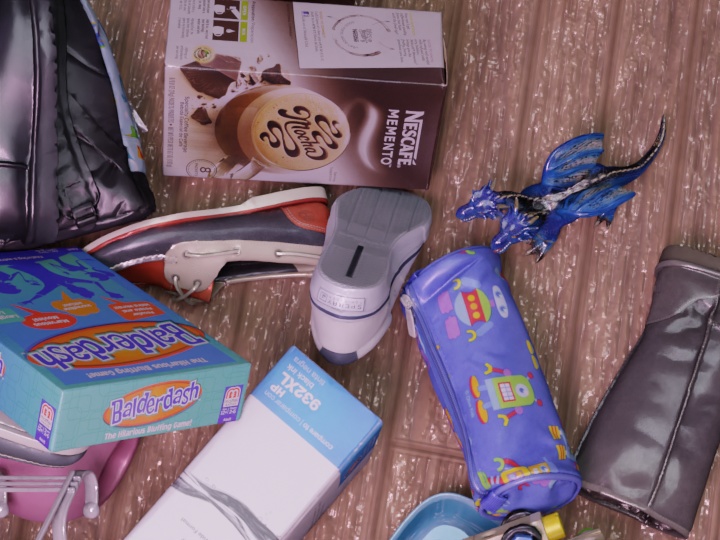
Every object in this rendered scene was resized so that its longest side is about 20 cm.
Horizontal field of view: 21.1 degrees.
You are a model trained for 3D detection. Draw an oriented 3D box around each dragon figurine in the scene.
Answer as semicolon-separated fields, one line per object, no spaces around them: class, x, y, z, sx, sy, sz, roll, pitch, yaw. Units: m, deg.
dragon figurine;0.161;-0.061;1.419;0.199;0.099;0.059;-26;79;-12

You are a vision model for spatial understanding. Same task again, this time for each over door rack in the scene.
over door rack;-0.259;0.191;1.180;0.147;0.200;0.067;-3;115;18

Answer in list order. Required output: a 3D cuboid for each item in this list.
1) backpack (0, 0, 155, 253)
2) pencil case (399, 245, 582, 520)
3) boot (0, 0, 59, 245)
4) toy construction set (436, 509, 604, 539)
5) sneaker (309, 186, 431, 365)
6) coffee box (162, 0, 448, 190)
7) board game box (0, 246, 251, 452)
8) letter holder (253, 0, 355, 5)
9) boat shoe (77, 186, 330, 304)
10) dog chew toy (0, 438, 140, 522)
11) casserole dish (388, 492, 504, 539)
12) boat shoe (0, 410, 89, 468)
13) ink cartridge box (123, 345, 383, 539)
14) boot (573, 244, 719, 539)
backpack;-0.240;-0.117;1.384;0.162;0.154;0.201;-15;92;0
pencil case;0.088;0.079;1.366;0.086;0.078;0.201;-7;62;-24
boot;-0.285;-0.109;1.260;0.167;0.076;0.202;-1;87;-21
toy construction set;0.104;0.238;1.304;0.199;0.092;0.132;-23;98;-8
sneaker;0.000;0.000;1.370;0.073;0.200;0.071;18;117;9
coffee box;-0.042;-0.128;1.401;0.198;0.113;0.080;3;49;-4
board game box;-0.192;0.045;1.255;0.200;0.152;0.045;31;115;39
letter holder;-0.078;-0.244;1.393;0.141;0.200;0.101;-23;78;-11
boat shoe;-0.110;-0.009;1.397;0.199;0.071;0.063;-13;79;-13
dog chew toy;-0.252;0.089;1.332;0.199;0.125;0.125;27;74;11
casserole dish;0.050;0.251;1.354;0.121;0.039;0.200;35;75;4
boat shoe;-0.263;0.092;1.252;0.199;0.062;0.073;18;29;13
ink cartridge box;-0.082;0.165;1.309;0.084;0.145;0.200;40;75;6
boot;0.261;0.098;1.401;0.181;0.073;0.201;16;67;13
